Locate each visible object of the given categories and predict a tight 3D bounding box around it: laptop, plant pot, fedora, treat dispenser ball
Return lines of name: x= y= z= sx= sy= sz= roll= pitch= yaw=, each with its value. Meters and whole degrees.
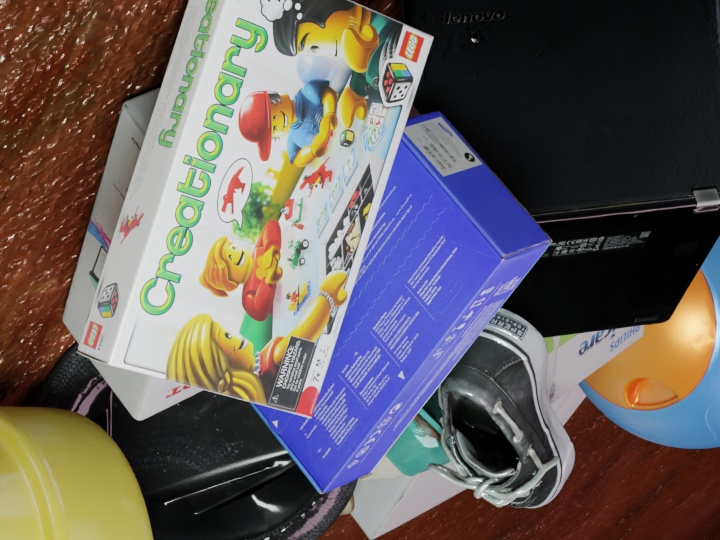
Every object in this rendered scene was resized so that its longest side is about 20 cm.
laptop: x=0.103 y=-0.060 z=1.194 sx=0.187 sy=0.116 sz=0.200 roll=-6 pitch=147 yaw=-18
plant pot: x=-0.242 y=0.173 z=1.157 sx=0.189 sy=0.201 sz=0.201 roll=5 pitch=136 yaw=-41
fedora: x=-0.098 y=0.094 z=1.309 sx=0.201 sy=0.201 sz=0.092 roll=-41 pitch=-166 yaw=9
treat dispenser ball: x=0.240 y=0.028 z=1.532 sx=0.201 sy=0.201 sz=0.201 roll=-33 pitch=160 yaw=-14

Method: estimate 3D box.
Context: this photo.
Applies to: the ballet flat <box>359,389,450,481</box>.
ballet flat: x=0.020 y=0.103 z=1.347 sx=0.070 sy=0.067 sz=0.200 roll=-40 pitch=-179 yaw=4

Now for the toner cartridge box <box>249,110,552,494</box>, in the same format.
toner cartridge box: x=0.010 y=0.020 z=1.121 sx=0.043 sy=0.095 sz=0.200 roll=-17 pitch=152 yaw=-46

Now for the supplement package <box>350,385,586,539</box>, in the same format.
supplement package: x=0.065 y=0.094 z=1.605 sx=0.200 sy=0.117 sz=0.117 roll=-23 pitch=157 yaw=-39

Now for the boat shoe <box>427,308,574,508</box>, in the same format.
boat shoe: x=0.080 y=0.099 z=1.233 sx=0.200 sy=0.073 sz=0.068 roll=82 pitch=31 yaw=-59

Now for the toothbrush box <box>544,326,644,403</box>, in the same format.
toothbrush box: x=0.114 y=-0.032 z=1.307 sx=0.146 sy=0.086 sz=0.201 roll=-31 pitch=131 yaw=-46

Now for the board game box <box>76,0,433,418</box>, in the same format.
board game box: x=-0.048 y=-0.039 z=1.020 sx=0.126 sy=0.035 sz=0.201 roll=17 pitch=90 yaw=-40

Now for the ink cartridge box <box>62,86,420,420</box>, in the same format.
ink cartridge box: x=-0.068 y=-0.024 z=1.154 sx=0.145 sy=0.084 sz=0.200 roll=-26 pitch=157 yaw=-32

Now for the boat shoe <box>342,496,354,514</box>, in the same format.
boat shoe: x=-0.041 y=0.128 z=1.464 sx=0.065 sy=0.072 sz=0.200 roll=-6 pitch=166 yaw=2
